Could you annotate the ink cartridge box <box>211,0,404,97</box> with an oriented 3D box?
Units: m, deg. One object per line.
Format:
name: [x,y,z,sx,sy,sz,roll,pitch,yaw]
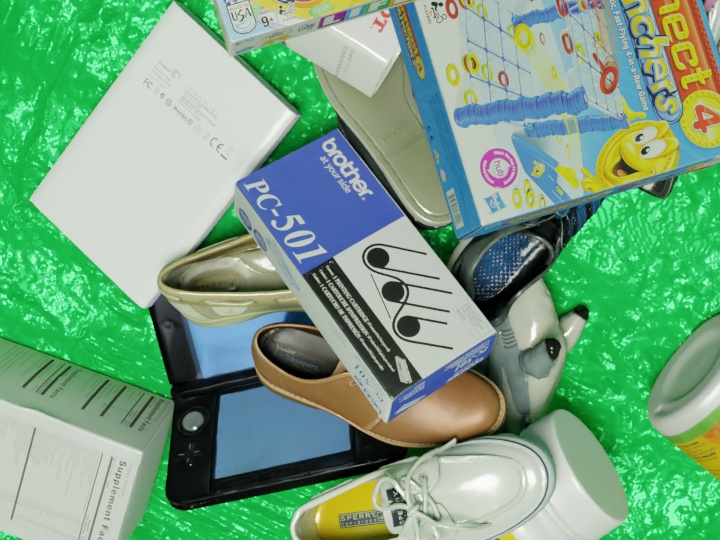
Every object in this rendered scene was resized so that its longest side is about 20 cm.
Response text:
ink cartridge box: [-0.035,-0.240,0.813,0.198,0.084,0.147,31,78,-3]

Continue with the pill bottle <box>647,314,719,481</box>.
pill bottle: [0.330,0.133,0.888,0.199,0.111,0.111,38,105,-5]

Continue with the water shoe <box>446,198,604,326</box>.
water shoe: [0.140,-0.041,0.832,0.071,0.079,0.201,30,109,-16]

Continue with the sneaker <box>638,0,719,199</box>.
sneaker: [0.261,-0.141,0.843,0.085,0.081,0.202,16,112,-9]

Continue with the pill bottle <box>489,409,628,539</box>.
pill bottle: [0.099,0.199,0.893,0.199,0.114,0.115,-38,98,23]

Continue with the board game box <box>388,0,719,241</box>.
board game box: [0.130,-0.144,0.759,0.193,0.056,0.203,-16,87,-13]

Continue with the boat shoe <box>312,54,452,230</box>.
boat shoe: [0.018,-0.117,0.876,0.074,0.066,0.201,-32,81,-12]

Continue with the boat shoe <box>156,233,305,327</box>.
boat shoe: [-0.056,-0.007,0.891,0.198,0.063,0.074,-12,72,9]

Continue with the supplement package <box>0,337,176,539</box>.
supplement package: [-0.269,0.143,0.952,0.197,0.110,0.115,20,106,0]

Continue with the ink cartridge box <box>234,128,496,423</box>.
ink cartridge box: [0.000,0.000,0.829,0.093,0.044,0.201,-29,68,-19]

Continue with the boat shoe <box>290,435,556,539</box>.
boat shoe: [0.036,0.163,0.815,0.200,0.086,0.076,-15,81,25]

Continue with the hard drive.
hard drive: [-0.156,-0.089,0.912,0.132,0.025,0.200,42,105,6]

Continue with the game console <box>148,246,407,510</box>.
game console: [-0.073,0.072,0.915,0.197,0.177,0.117,-13,132,10]

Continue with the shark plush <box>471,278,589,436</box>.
shark plush: [0.119,0.088,0.943,0.083,0.091,0.202,25,128,19]

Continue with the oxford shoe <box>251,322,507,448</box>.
oxford shoe: [0.010,0.083,0.848,0.197,0.071,0.072,12,73,8]

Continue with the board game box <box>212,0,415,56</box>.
board game box: [-0.005,-0.224,0.693,0.197,0.034,0.136,-19,89,-8]
